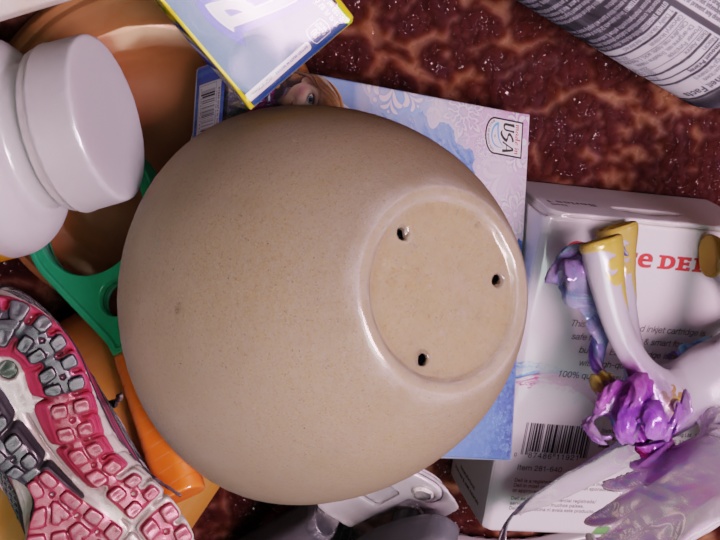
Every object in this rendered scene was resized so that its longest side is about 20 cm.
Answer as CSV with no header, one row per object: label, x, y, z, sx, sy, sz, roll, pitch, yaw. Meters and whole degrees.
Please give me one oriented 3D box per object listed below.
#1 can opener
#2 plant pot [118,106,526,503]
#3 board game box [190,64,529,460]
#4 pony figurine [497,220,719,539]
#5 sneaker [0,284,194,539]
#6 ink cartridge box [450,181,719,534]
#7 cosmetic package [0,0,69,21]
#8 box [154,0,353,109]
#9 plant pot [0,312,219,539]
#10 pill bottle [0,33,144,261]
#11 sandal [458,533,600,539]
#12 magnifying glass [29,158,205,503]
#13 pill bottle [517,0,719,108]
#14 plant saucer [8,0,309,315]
can opener,-0.021,0.163,0.880,0.053,0.067,0.200,37,137,-20
plant pot,0.002,0.012,0.714,0.199,0.134,0.202,3,84,-32
board game box,0.000,0.000,0.822,0.198,0.043,0.202,6,85,-32
pony figurine,0.168,0.074,0.814,0.192,0.166,0.202,-16,95,-19
sneaker,-0.133,0.097,0.720,0.080,0.075,0.201,-22,102,-5
ink cartridge box,0.148,0.054,0.916,0.143,0.084,0.202,5,108,-15
cosmetic package,-0.157,-0.192,0.759,0.198,0.087,0.104,-19,112,-6
box,-0.093,-0.175,0.699,0.070,0.064,0.200,-40,112,2
plant pot,-0.180,0.129,0.824,0.183,0.200,0.201,-43,113,-13
pill bottle,-0.216,-0.054,0.752,0.198,0.113,0.114,-13,113,14
sandal,0.116,0.215,0.984,0.201,0.050,0.083,2,109,-14
magnifying glass,-0.121,0.023,0.772,0.079,0.022,0.201,-26,69,14
pill bottle,0.176,-0.160,0.838,0.199,0.106,0.107,27,101,-20
plant saucer,-0.115,-0.064,0.842,0.198,0.037,0.202,-4,109,-11
